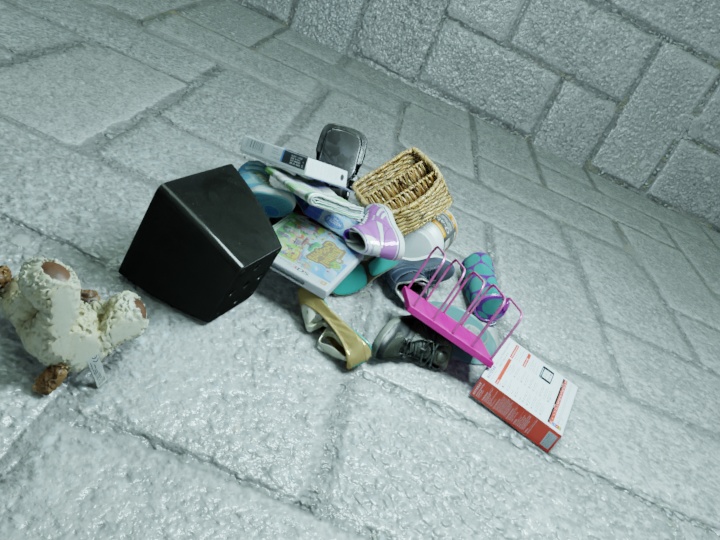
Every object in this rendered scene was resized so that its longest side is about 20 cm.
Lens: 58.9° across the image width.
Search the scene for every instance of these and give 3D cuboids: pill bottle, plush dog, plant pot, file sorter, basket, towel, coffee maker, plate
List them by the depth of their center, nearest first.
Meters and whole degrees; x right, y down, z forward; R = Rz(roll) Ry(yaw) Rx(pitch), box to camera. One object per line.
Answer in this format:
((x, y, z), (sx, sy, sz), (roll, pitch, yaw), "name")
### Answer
((-0.422, 0.062, 0.876), (0.170, 0.162, 0.199), (29, -4, 37), "plush dog")
((-0.256, -0.035, 1.099), (0.177, 0.200, 0.200), (42, 30, 6), "plant pot")
((0.198, 0.063, 1.243), (0.198, 0.126, 0.139), (34, 11, -8), "file sorter")
((-0.095, -0.165, 1.313), (0.148, 0.031, 0.200), (16, 15, -41), "towel")
((0.212, 0.124, 1.379), (0.197, 0.026, 0.201), (20, 28, -11), "plate")
((0.100, -0.179, 1.496), (0.198, 0.151, 0.143), (-30, 20, -9), "basket")
((-0.060, -0.284, 1.583), (0.132, 0.200, 0.196), (-6, 80, -9), "coffee maker")
((0.165, -0.081, 1.585), (0.115, 0.118, 0.200), (31, 28, 10), "pill bottle")

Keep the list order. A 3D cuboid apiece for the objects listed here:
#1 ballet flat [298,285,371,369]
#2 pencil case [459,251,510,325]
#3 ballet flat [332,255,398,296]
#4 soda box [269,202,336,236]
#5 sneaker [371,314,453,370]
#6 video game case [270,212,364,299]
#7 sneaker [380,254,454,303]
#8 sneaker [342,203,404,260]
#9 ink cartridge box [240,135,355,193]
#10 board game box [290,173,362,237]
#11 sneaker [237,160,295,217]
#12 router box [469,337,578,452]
((-0.064, 0.100, 1.155), (0.063, 0.069, 0.199), (-35, 58, -25), "ballet flat")
((0.296, 0.038, 1.529), (0.090, 0.086, 0.201), (4, 32, -5), "pencil case")
((0.000, 0.000, 1.354), (0.198, 0.069, 0.062), (-24, 21, -30), "ballet flat")
((-0.114, -0.070, 1.382), (0.199, 0.072, 0.063), (41, 33, 26), "soda box")
((0.106, 0.141, 1.209), (0.114, 0.077, 0.198), (35, 23, 29), "sneaker")
((-0.103, -0.036, 1.244), (0.180, 0.022, 0.200), (29, 31, 9), "video game case")
((0.145, 0.023, 1.420), (0.199, 0.078, 0.146), (0, 25, -23), "sneaker")
((0.012, -0.092, 1.332), (0.112, 0.074, 0.201), (5, 25, -19), "sneaker")
((-0.131, -0.233, 1.406), (0.196, 0.044, 0.199), (23, 6, 31), "ink cartridge box")
((-0.060, -0.131, 1.471), (0.197, 0.044, 0.200), (31, 12, -27), "board game box")
((-0.208, -0.186, 1.375), (0.197, 0.080, 0.132), (6, 53, 26), "sneaker")
((0.327, 0.236, 1.256), (0.178, 0.049, 0.199), (36, 30, 13), "router box")
